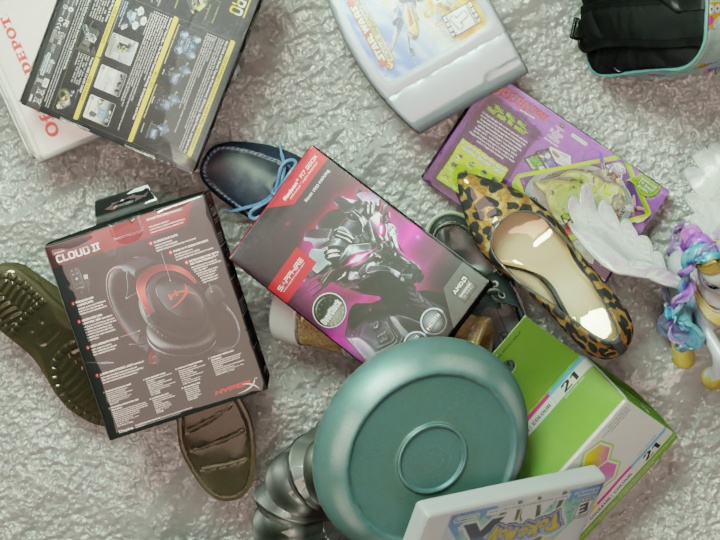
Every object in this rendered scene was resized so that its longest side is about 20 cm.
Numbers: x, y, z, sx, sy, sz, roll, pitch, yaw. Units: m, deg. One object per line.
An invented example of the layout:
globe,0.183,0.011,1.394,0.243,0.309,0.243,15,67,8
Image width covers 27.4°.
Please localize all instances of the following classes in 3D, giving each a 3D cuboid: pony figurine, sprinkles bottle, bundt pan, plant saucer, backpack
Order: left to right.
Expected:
bundt pan,-0.019,0.239,1.350,0.201,0.076,0.204,5,99,32
sprinkles bottle,0.018,0.053,1.336,0.199,0.068,0.069,13,101,19
plant saucer,0.057,0.155,1.248,0.198,0.027,0.202,-6,109,-18
backpack,0.275,-0.251,1.242,0.152,0.200,0.177,-8,99,-14
pony figurine,0.293,0.001,1.296,0.166,0.194,0.201,-25,135,-3

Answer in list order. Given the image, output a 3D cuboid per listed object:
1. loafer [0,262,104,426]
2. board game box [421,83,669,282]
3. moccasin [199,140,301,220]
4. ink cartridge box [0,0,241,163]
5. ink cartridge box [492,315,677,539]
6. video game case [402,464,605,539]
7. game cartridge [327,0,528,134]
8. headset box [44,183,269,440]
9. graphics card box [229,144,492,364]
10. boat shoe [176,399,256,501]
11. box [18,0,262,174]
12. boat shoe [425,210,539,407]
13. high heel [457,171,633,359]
loafer,-0.274,0.061,1.375,0.076,0.068,0.200,-33,114,10
board game box,0.170,-0.080,1.361,0.199,0.032,0.120,34,103,-6
moccasin,-0.052,-0.066,1.345,0.199,0.068,0.081,20,100,-1
ink cartridge box,-0.224,-0.201,1.314,0.199,0.085,0.147,-22,100,3
ink cartridge box,0.171,0.149,1.327,0.148,0.076,0.200,-49,136,8
video game case,0.108,0.259,1.295,0.199,0.022,0.183,-6,128,-34
game cartridge,0.046,-0.232,1.316,0.133,0.042,0.201,-29,90,3
headset box,-0.179,0.027,1.297,0.148,0.075,0.201,-18,97,0
graphics card box,0.000,0.000,1.274,0.200,0.051,0.126,38,93,8
boat shoe,-0.146,0.114,1.381,0.071,0.068,0.201,-18,97,-1
box,-0.178,-0.205,1.247,0.160,0.049,0.201,21,99,-3
boat shoe,0.116,0.040,1.364,0.074,0.066,0.201,-19,100,5
high heel,0.161,-0.009,1.288,0.071,0.143,0.200,-43,99,2
